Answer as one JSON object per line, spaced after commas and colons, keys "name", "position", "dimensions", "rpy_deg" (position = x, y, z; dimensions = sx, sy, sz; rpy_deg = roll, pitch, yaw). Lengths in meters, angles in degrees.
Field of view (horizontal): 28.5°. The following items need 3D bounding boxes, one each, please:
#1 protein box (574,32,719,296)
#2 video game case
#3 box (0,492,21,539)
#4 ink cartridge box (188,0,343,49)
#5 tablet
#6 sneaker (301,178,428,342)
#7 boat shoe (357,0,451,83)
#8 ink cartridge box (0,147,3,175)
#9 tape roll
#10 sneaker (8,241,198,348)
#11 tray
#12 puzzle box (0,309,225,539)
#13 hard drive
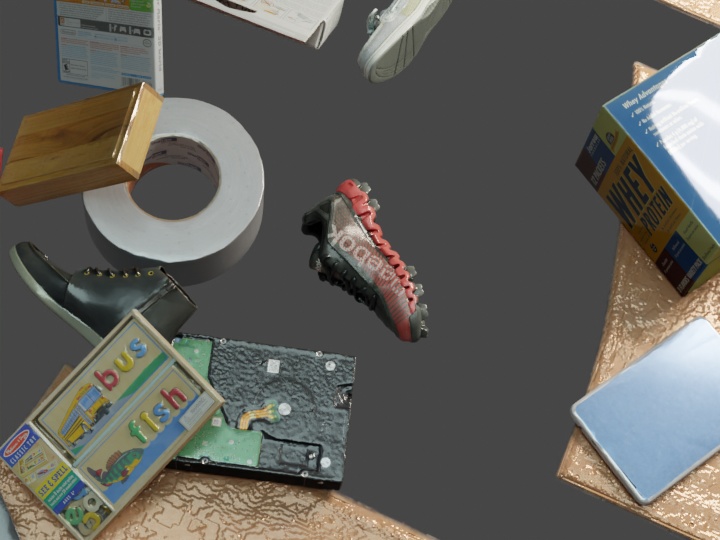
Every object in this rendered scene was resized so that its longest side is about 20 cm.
{"name": "protein box", "position": [0.387, -0.122, 1.583], "dimensions": [0.197, 0.135, 0.201], "rpy_deg": [-32, 72, -18]}
{"name": "video game case", "position": [-0.279, -0.299, 1.555], "dimensions": [0.142, 0.203, 0.018], "rpy_deg": [12, 23, 28]}
{"name": "box", "position": [-0.397, 0.294, 1.359], "dimensions": [0.156, 0.050, 0.201], "rpy_deg": [-23, 70, -16]}
{"name": "ink cartridge box", "position": [-0.133, -0.303, 1.613], "dimensions": [0.198, 0.044, 0.174], "rpy_deg": [21, 31, 4]}
{"name": "tablet", "position": [0.336, 0.148, 1.523], "dimensions": [0.199, 0.014, 0.131], "rpy_deg": [-32, 72, -19]}
{"name": "sneaker", "position": [0.000, 0.000, 1.523], "dimensions": [0.097, 0.071, 0.202], "rpy_deg": [-23, 68, -16]}
{"name": "boat shoe", "position": [0.048, -0.299, 1.666], "dimensions": [0.064, 0.075, 0.203], "rpy_deg": [28, 62, 13]}
{"name": "ink cartridge box", "position": [-0.480, -0.057, 1.513], "dimensions": [0.174, 0.045, 0.202], "rpy_deg": [1, 66, -5]}
{"name": "tape roll", "position": [-0.204, -0.087, 1.544], "dimensions": [0.197, 0.066, 0.203], "rpy_deg": [2, 65, -5]}
{"name": "sneaker", "position": [-0.265, 0.014, 1.471], "dimensions": [0.200, 0.075, 0.107], "rpy_deg": [40, 89, 7]}
{"name": "tray", "position": [-0.300, -0.132, 1.501], "dimensions": [0.198, 0.037, 0.100], "rpy_deg": [-8, 58, 38]}
{"name": "puzzle box", "position": [-0.248, 0.155, 1.407], "dimensions": [0.133, 0.025, 0.200], "rpy_deg": [43, 89, 7]}
{"name": "hard drive", "position": [-0.109, 0.145, 1.464], "dimensions": [0.197, 0.038, 0.141], "rpy_deg": [7, 65, -3]}
